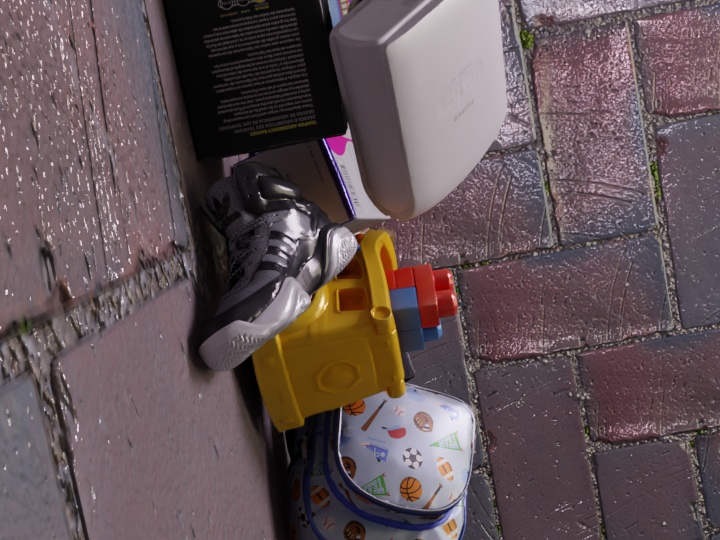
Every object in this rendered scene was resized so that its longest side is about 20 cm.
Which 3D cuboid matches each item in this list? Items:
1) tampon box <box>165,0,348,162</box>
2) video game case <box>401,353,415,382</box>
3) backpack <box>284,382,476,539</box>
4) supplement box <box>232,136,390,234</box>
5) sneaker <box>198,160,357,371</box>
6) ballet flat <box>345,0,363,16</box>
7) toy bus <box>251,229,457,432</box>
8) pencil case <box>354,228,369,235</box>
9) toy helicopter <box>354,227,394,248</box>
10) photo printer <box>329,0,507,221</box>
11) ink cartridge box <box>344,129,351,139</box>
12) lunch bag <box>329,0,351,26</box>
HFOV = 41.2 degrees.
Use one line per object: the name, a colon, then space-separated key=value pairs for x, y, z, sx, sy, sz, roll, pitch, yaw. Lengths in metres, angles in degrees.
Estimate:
tampon box: x=-0.087 y=-0.206 z=0.827 sx=0.150 sy=0.126 sz=0.200 roll=-87 pitch=167 yaw=-79
video game case: x=0.004 y=0.081 z=1.361 sx=0.181 sy=0.025 sz=0.200 roll=-46 pitch=-121 yaw=61
backpack: x=0.021 y=0.201 z=0.902 sx=0.154 sy=0.200 sz=0.191 roll=113 pitch=-13 yaw=-57
supplement box: x=-0.046 y=-0.084 z=1.041 sx=0.101 sy=0.103 sz=0.200 roll=68 pitch=14 yaw=2
sneaker: x=-0.085 y=-0.010 z=0.709 sx=0.114 sy=0.075 sz=0.200 roll=48 pitch=34 yaw=-4
ballet flat: x=0.008 y=-0.171 z=0.865 sx=0.072 sy=0.072 sz=0.200 roll=-98 pitch=-179 yaw=-52
toy bus: x=-0.013 y=0.023 z=0.864 sx=0.200 sy=0.192 sz=0.136 roll=-100 pitch=177 yaw=-49
pencil case: x=-0.014 y=0.013 z=1.257 sx=0.078 sy=0.089 sz=0.200 roll=38 pitch=45 yaw=-87
toy helicopter: x=0.000 y=0.000 z=1.102 sx=0.200 sy=0.079 sz=0.132 roll=-57 pitch=155 yaw=-54
photo printer: x=0.058 y=-0.151 z=0.815 sx=0.166 sy=0.069 sz=0.200 roll=-46 pitch=142 yaw=-30
ink cartridge box: x=-0.043 y=-0.216 z=1.241 sx=0.200 sy=0.084 sz=0.145 roll=-162 pitch=-97 yaw=-67
lunch bag: x=-0.066 y=-0.355 z=1.141 sx=0.094 sy=0.200 sz=0.151 roll=-96 pitch=175 yaw=-63
